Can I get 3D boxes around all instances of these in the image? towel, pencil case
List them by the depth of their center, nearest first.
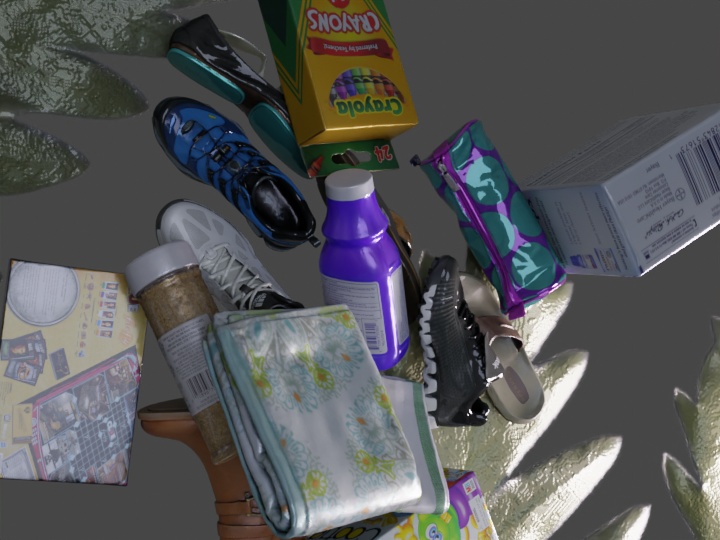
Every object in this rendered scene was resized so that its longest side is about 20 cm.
[{"bbox_3d":[-0.039,0.124,0.946,0.170,0.048,0.202,-3,64,-45],"label":"towel"},{"bbox_3d":[-0.003,0.151,1.021,0.199,0.031,0.150,19,43,-38],"label":"towel"},{"bbox_3d":[0.138,-0.054,1.145,0.201,0.085,0.092,59,38,-4],"label":"pencil case"}]

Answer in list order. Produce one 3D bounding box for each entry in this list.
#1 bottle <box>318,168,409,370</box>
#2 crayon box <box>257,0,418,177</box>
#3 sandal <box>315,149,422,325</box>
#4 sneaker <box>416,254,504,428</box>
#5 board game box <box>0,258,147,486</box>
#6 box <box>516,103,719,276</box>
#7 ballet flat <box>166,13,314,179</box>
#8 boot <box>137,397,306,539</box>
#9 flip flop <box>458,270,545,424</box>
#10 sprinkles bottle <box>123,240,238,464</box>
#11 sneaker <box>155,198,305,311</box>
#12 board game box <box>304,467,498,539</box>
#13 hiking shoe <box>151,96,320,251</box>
[{"bbox_3d":[0.000,0.000,1.073,0.065,0.083,0.202,-42,132,-48],"label":"bottle"},{"bbox_3d":[-0.018,-0.198,1.071,0.126,0.051,0.202,-11,82,-40],"label":"crayon box"},{"bbox_3d":[0.017,-0.037,1.125,0.054,0.081,0.201,-31,97,-44],"label":"sandal"},{"bbox_3d":[0.106,0.079,1.116,0.090,0.067,0.202,6,114,15],"label":"sneaker"},{"bbox_3d":[-0.277,0.097,1.023,0.134,0.035,0.202,8,87,-21],"label":"board game box"},{"bbox_3d":[0.286,-0.084,1.151,0.183,0.200,0.106,-31,103,-18],"label":"box"},{"bbox_3d":[-0.099,-0.180,1.075,0.200,0.068,0.069,42,67,-17],"label":"ballet flat"},{"bbox_3d":[-0.129,0.209,1.065,0.198,0.074,0.157,8,93,-16],"label":"boot"},{"bbox_3d":[0.144,0.084,1.174,0.081,0.057,0.201,-37,103,-17],"label":"flip flop"},{"bbox_3d":[-0.147,0.075,0.993,0.068,0.068,0.201,-24,82,-19],"label":"sprinkles bottle"},{"bbox_3d":[-0.110,0.007,1.044,0.076,0.115,0.201,-46,105,-15],"label":"sneaker"},{"bbox_3d":[0.031,0.291,1.083,0.199,0.103,0.106,-27,100,-34],"label":"board game box"},{"bbox_3d":[-0.115,-0.100,1.056,0.200,0.087,0.075,41,77,-17],"label":"hiking shoe"}]
